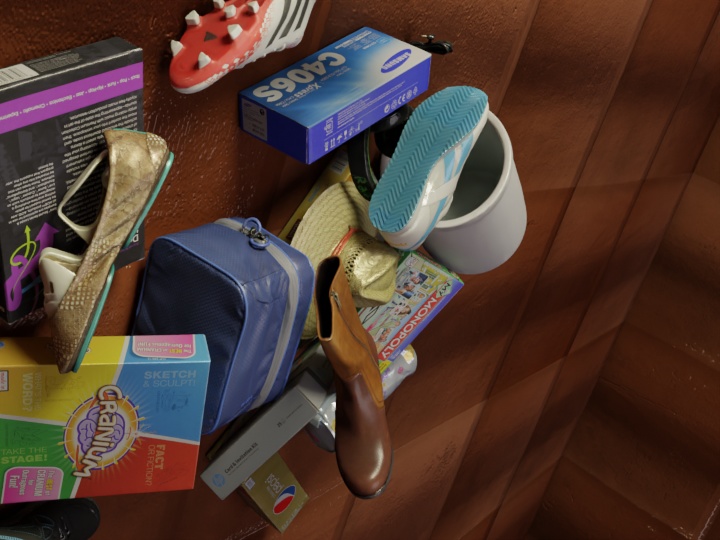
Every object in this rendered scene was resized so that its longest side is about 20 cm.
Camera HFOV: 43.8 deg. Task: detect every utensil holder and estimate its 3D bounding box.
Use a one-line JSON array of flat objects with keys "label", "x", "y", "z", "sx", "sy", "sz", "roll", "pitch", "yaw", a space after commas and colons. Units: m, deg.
[{"label": "utensil holder", "x": 0.129, "y": -0.100, "z": 1.180, "sx": 0.172, "sy": 0.168, "sz": 0.200, "roll": -56, "pitch": 155, "yaw": -7}]

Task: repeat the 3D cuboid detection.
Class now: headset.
[{"label": "headset", "x": 0.047, "y": -0.175, "z": 1.028, "sx": 0.123, "sy": 0.092, "sz": 0.204, "roll": 42, "pitch": 57, "yaw": -53}]

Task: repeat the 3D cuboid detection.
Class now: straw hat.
[{"label": "straw hat", "x": 0.000, "y": 0.000, "z": 1.025, "sx": 0.201, "sy": 0.084, "sz": 0.204, "roll": -43, "pitch": 143, "yaw": -43}]

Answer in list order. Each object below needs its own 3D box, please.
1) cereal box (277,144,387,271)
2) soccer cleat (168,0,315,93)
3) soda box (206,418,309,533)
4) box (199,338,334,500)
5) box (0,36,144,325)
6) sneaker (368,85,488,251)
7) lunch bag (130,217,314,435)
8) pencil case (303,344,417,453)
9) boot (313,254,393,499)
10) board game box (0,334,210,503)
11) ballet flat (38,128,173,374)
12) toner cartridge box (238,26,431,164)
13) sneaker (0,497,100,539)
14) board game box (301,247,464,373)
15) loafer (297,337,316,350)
[{"label": "cereal box", "x": -0.019, "y": -0.042, "z": 1.111, "sx": 0.145, "sy": 0.039, "sz": 0.200, "roll": -57, "pitch": 152, "yaw": -12}, {"label": "soccer cleat", "x": -0.091, "y": -0.217, "z": 0.796, "sx": 0.201, "sy": 0.068, "sz": 0.086, "roll": -55, "pitch": 149, "yaw": -21}, {"label": "soda box", "x": -0.133, "y": 0.278, "z": 1.195, "sx": 0.064, "sy": 0.067, "sz": 0.201, "roll": -49, "pitch": 151, "yaw": -20}, {"label": "box", "x": -0.093, "y": 0.158, "z": 1.033, "sx": 0.156, "sy": 0.041, "sz": 0.200, "roll": -43, "pitch": -176, "yaw": 17}, {"label": "box", "x": -0.238, "y": -0.071, "z": 0.716, "sx": 0.142, "sy": 0.036, "sz": 0.203, "roll": -31, "pitch": 140, "yaw": -43}, {"label": "sneaker", "x": 0.080, "y": -0.117, "z": 1.006, "sx": 0.202, "sy": 0.076, "sz": 0.081, "roll": -57, "pitch": 151, "yaw": -9}, {"label": "lunch bag", "x": -0.133, "y": 0.042, "z": 0.892, "sx": 0.132, "sy": 0.135, "sz": 0.203, "roll": -20, "pitch": 136, "yaw": -56}, {"label": "pencil case", "x": -0.002, "y": 0.171, "z": 1.299, "sx": 0.200, "sy": 0.083, "sz": 0.091, "roll": -43, "pitch": 163, "yaw": -29}, {"label": "boot", "x": -0.007, "y": 0.115, "z": 0.933, "sx": 0.201, "sy": 0.067, "sz": 0.191, "roll": 75, "pitch": 17, "yaw": -55}, {"label": "board game box", "x": -0.239, "y": 0.130, "z": 0.789, "sx": 0.196, "sy": 0.041, "sz": 0.156, "roll": 0, "pitch": 122, "yaw": -21}, {"label": "ballet flat", "x": -0.215, "y": -0.020, "z": 0.708, "sx": 0.064, "sy": 0.070, "sz": 0.203, "roll": 23, "pitch": 89, "yaw": -21}, {"label": "toner cartridge box", "x": -0.022, "y": -0.183, "z": 0.914, "sx": 0.199, "sy": 0.094, "sz": 0.044, "roll": -38, "pitch": 146, "yaw": -38}, {"label": "sneaker", "x": -0.318, "y": 0.269, "z": 0.854, "sx": 0.199, "sy": 0.081, "sz": 0.074, "roll": -1, "pitch": 116, "yaw": -61}, {"label": "board game box", "x": 0.031, "y": 0.062, "z": 1.180, "sx": 0.201, "sy": 0.029, "sz": 0.134, "roll": -49, "pitch": 140, "yaw": 13}, {"label": "loafer", "x": -0.096, "y": 0.078, "z": 1.061, "sx": 0.199, "sy": 0.068, "sz": 0.077, "roll": -20, "pitch": 128, "yaw": -52}]
